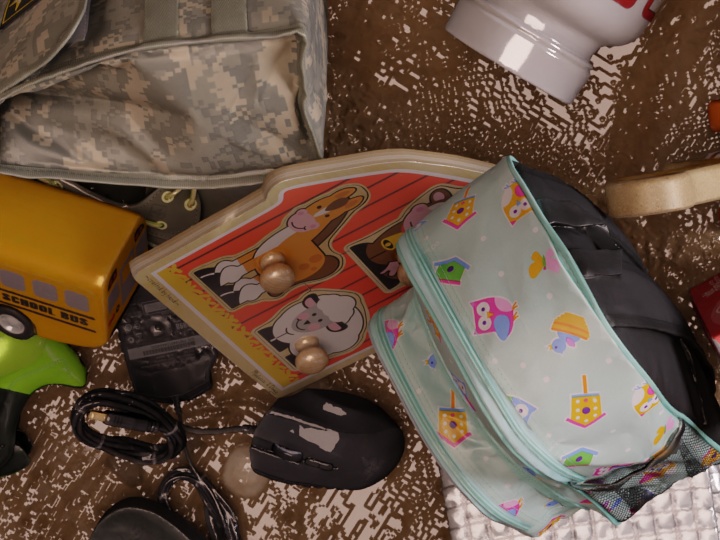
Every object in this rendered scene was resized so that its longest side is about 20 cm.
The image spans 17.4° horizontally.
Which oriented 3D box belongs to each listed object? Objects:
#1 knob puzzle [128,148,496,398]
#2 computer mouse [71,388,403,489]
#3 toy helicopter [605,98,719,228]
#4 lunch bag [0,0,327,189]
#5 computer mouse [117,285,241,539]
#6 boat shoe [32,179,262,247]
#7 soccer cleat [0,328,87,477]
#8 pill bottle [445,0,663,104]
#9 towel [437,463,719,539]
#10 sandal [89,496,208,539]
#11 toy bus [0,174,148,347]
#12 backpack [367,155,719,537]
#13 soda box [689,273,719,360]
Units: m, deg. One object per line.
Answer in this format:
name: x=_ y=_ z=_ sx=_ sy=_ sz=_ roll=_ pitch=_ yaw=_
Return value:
knob puzzle: x=0.000 y=0.000 z=1.317 sx=0.219 sy=0.220 sz=0.031 roll=-23 pitch=55 yaw=6
computer mouse: x=-0.069 y=0.099 z=1.364 sx=0.199 sy=0.034 sz=0.059 roll=5 pitch=124 yaw=-15
toy helicopter: x=0.211 y=-0.050 z=1.278 sx=0.132 sy=0.200 sz=0.079 roll=0 pitch=99 yaw=44
lunch bag: x=-0.121 y=-0.130 z=1.302 sx=0.199 sy=0.164 sz=0.118 roll=-5 pitch=129 yaw=5
computer mouse: x=-0.105 y=0.085 z=1.410 sx=0.058 sy=0.034 sz=0.201 roll=-9 pitch=103 yaw=7
boat shoe: x=-0.120 y=-0.054 z=1.368 sx=0.201 sy=0.060 sz=0.072 roll=17 pitch=77 yaw=1
soccer cleat: x=-0.248 y=0.108 z=1.404 sx=0.081 sy=0.068 sz=0.200 roll=43 pitch=98 yaw=-15
pill bottle: x=0.134 y=-0.199 z=1.311 sx=0.112 sy=0.112 sz=0.200 roll=31 pitch=98 yaw=0
towel: x=0.138 y=0.171 z=1.375 sx=0.165 sy=0.086 sz=0.201 roll=-11 pitch=95 yaw=4
sandal: x=-0.077 y=0.213 z=1.403 sx=0.200 sy=0.048 sz=0.075 roll=32 pitch=113 yaw=-6
toy bus: x=-0.225 y=-0.018 z=1.355 sx=0.199 sy=0.078 sz=0.065 roll=17 pitch=54 yaw=11
backpack: x=0.094 y=0.041 z=1.244 sx=0.153 sy=0.200 sz=0.176 roll=-29 pitch=65 yaw=5
soda box: x=0.229 y=0.034 z=1.289 sx=0.070 sy=0.200 sz=0.064 roll=-28 pitch=94 yaw=7
